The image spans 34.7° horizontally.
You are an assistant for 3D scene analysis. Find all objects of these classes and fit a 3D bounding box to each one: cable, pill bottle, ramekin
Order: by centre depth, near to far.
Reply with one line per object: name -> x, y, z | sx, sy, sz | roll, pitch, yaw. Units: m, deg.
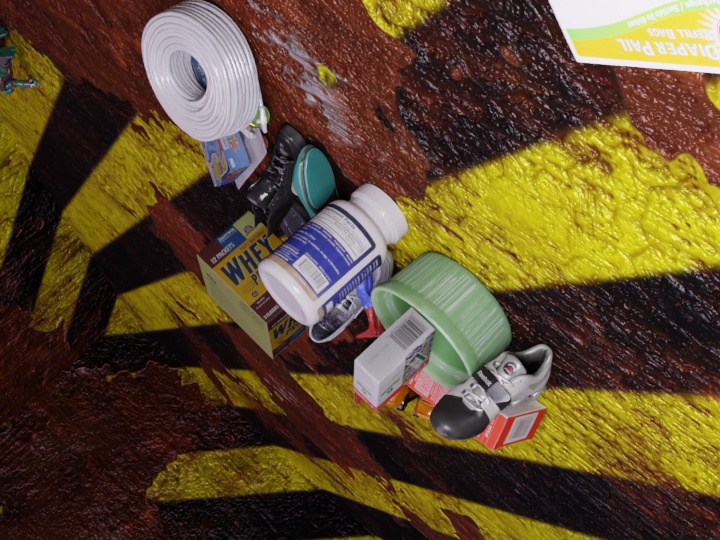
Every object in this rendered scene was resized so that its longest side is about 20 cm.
pill bottle -> -0.035, -0.026, 1.613 | 0.116, 0.200, 0.116 | 43, 161, 18
ramekin -> 0.118, 0.069, 1.624 | 0.200, 0.098, 0.200 | 42, 162, 17
cable -> -0.229, -0.282, 1.637 | 0.200, 0.069, 0.200 | 20, 130, 36

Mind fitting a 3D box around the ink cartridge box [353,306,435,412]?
ink cartridge box -> 0.044, 0.136, 1.593 | 0.050, 0.109, 0.200 | 43, 162, 17

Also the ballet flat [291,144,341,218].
ballet flat -> -0.066, -0.108, 1.720 | 0.070, 0.067, 0.200 | 14, 147, 38

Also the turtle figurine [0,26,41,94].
turtle figurine -> -0.833, -0.475, 2.730 | 0.150, 0.101, 0.200 | 42, 156, 17

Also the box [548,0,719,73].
box -> 0.225, -0.203, 0.753 | 0.200, 0.112, 0.101 | 20, 148, 54

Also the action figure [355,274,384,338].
action figure -> 0.000, 0.000, 1.708 | 0.052, 0.200, 0.065 | -7, 174, 25

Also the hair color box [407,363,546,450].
hair color box -> 0.165, 0.182, 1.727 | 0.200, 0.111, 0.064 | 37, 116, 33

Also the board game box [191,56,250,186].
board game box -> -0.231, -0.239, 1.782 | 0.200, 0.034, 0.135 | 70, 161, 1

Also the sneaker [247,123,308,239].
sneaker -> -0.127, -0.134, 1.757 | 0.060, 0.104, 0.200 | 42, 162, 18

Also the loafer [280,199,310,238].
loafer -> -0.059, -0.047, 1.866 | 0.200, 0.063, 0.072 | 49, 147, 7

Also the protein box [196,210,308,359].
protein box -> -0.191, 0.030, 2.216 | 0.199, 0.135, 0.200 | 43, 163, 16

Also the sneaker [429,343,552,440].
sneaker -> 0.174, 0.150, 1.517 | 0.074, 0.200, 0.089 | 45, 144, 27

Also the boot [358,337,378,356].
boot -> 0.054, 0.126, 1.777 | 0.075, 0.074, 0.200 | 71, -159, -9

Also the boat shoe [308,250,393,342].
boat shoe -> -0.017, 0.044, 1.790 | 0.070, 0.072, 0.201 | 37, 126, -2

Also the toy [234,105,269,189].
toy -> -0.171, -0.209, 1.775 | 0.115, 0.047, 0.200 | 69, 162, 5

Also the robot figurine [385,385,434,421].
robot figurine -> 0.104, 0.195, 1.859 | 0.145, 0.058, 0.200 | 20, -170, 17
